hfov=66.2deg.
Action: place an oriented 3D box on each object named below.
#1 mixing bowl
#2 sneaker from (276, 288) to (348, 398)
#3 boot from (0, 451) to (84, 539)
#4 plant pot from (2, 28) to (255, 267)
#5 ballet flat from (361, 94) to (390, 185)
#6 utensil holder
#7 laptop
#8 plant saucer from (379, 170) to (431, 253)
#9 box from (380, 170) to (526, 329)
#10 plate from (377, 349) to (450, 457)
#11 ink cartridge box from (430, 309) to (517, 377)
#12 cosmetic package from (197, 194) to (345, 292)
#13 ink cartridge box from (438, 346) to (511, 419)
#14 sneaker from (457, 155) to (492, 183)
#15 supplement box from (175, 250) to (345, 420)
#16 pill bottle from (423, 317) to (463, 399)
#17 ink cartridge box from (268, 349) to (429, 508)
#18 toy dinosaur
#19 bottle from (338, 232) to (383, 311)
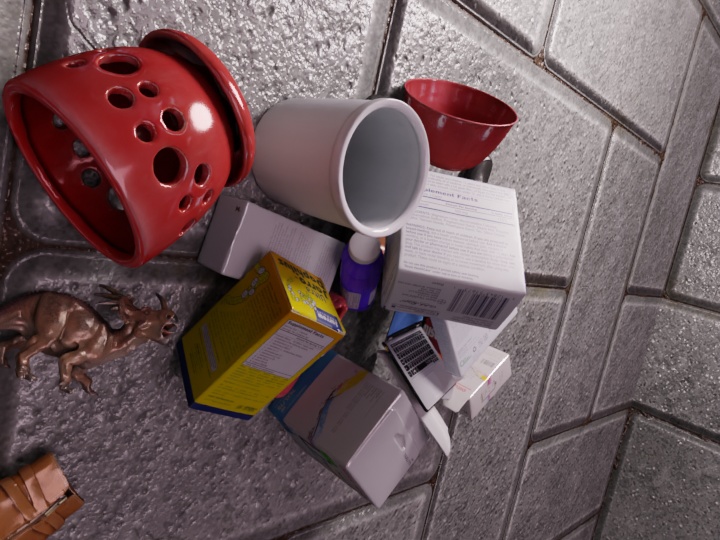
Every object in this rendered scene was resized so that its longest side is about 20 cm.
[{"bbox_3d":[0.156,-0.242,0.948,0.199,0.200,0.109,-18,137,-40],"label":"mixing bowl"},{"bbox_3d":[-0.088,0.116,0.879,0.074,0.086,0.202,36,78,-45],"label":"sneaker"},{"bbox_3d":[-0.412,0.256,0.607,0.154,0.073,0.202,-37,140,-30],"label":"boot"},{"bbox_3d":[-0.223,-0.132,0.575,0.182,0.199,0.203,-42,131,-36],"label":"plant pot"},{"bbox_3d":[0.034,-0.182,0.865,0.068,0.067,0.203,44,47,-78],"label":"ballet flat"},{"bbox_3d":[-0.034,-0.150,0.757,0.169,0.199,0.173,-19,117,-41],"label":"utensil holder"},{"bbox_3d":[0.125,0.102,0.940,0.115,0.201,0.187,-37,168,22],"label":"laptop"},{"bbox_3d":[0.059,-0.110,0.946,0.198,0.037,0.204,4,82,-35],"label":"plant saucer"},{"bbox_3d":[0.133,-0.035,0.823,0.105,0.181,0.202,109,-10,-54],"label":"box"},{"bbox_3d":[0.095,0.219,0.980,0.032,0.201,0.200,-33,173,-3],"label":"plate"},{"bbox_3d":[0.195,0.046,0.959,0.196,0.043,0.202,-38,122,-33],"label":"ink cartridge box"},{"bbox_3d":[-0.123,-0.026,0.803,0.199,0.071,0.103,22,88,-48],"label":"cosmetic package"},{"bbox_3d":[0.236,0.252,1.242,0.199,0.116,0.068,-36,128,-30],"label":"ink cartridge box"},{"bbox_3d":[0.207,-0.115,1.000,0.073,0.081,0.203,22,87,-47],"label":"sneaker"},{"bbox_3d":[-0.137,0.092,0.742,0.200,0.110,0.108,-42,139,16],"label":"supplement box"},{"bbox_3d":[0.178,0.157,1.150,0.112,0.112,0.203,14,94,-47],"label":"pill bottle"},{"bbox_3d":[-0.018,0.254,0.917,0.146,0.199,0.148,-47,132,-23],"label":"ink cartridge box"},{"bbox_3d":[-0.325,0.061,0.625,0.199,0.085,0.137,29,72,-31],"label":"toy dinosaur"},{"bbox_3d":[0.000,0.000,0.869,0.200,0.064,0.085,99,0,-70],"label":"bottle"}]
